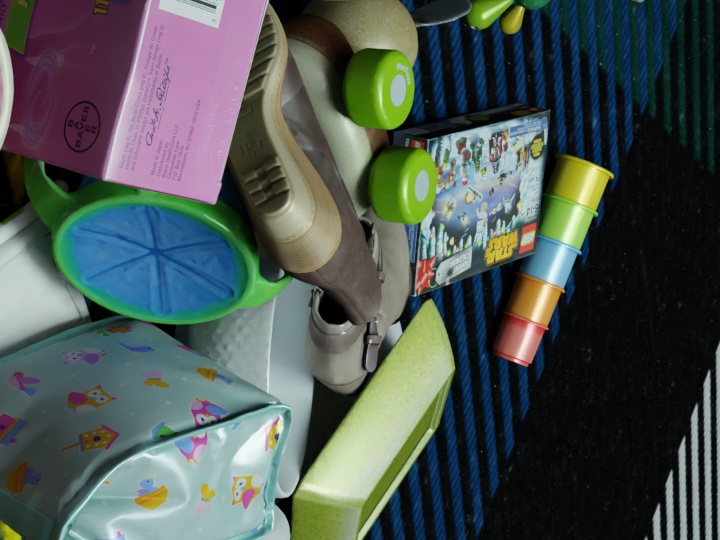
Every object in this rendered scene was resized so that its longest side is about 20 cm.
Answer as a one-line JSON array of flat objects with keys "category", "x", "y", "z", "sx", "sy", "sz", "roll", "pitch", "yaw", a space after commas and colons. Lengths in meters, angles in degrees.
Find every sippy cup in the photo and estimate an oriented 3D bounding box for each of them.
[{"category": "sippy cup", "x": -0.126, "y": -0.054, "z": 1.153, "sx": 0.178, "sy": 0.139, "sz": 0.130, "roll": 55, "pitch": 34, "yaw": -44}]

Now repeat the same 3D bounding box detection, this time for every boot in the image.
[{"category": "boot", "x": 0.000, "y": 0.000, "z": 1.328, "sx": 0.146, "sy": 0.070, "sz": 0.200, "roll": 84, "pitch": 12, "yaw": -61}, {"category": "boot", "x": -0.048, "y": -0.073, "z": 1.134, "sx": 0.166, "sy": 0.072, "sz": 0.200, "roll": 50, "pitch": 21, "yaw": -60}]

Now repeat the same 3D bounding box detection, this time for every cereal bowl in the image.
[{"category": "cereal bowl", "x": -0.087, "y": 0.067, "z": 1.269, "sx": 0.200, "sy": 0.083, "sz": 0.200, "roll": 1, "pitch": 90, "yaw": -82}]

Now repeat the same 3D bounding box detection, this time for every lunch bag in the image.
[{"category": "lunch bag", "x": -0.172, "y": 0.121, "z": 1.112, "sx": 0.200, "sy": 0.170, "sz": 0.122, "roll": -16, "pitch": 123, "yaw": -46}]

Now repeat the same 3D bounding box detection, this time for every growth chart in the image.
[{"category": "growth chart", "x": -0.231, "y": 0.056, "z": 1.165, "sx": 0.145, "sy": 0.018, "sz": 0.200, "roll": -36, "pitch": 130, "yaw": -38}]

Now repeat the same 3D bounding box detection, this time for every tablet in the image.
[{"category": "tablet", "x": -0.031, "y": 0.095, "z": 1.441, "sx": 0.200, "sy": 0.014, "sz": 0.130, "roll": -43, "pitch": 134, "yaw": -34}]

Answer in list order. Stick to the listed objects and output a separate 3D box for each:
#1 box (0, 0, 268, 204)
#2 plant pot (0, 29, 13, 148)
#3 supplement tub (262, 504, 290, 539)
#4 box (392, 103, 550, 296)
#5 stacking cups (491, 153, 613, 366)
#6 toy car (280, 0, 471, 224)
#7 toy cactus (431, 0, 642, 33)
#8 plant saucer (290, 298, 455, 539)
[{"category": "box", "x": -0.163, "y": -0.151, "z": 1.016, "sx": 0.097, "sy": 0.200, "sz": 0.176, "roll": 11, "pitch": 96, "yaw": -52}, {"category": "plant pot", "x": -0.286, "y": -0.104, "z": 0.897, "sx": 0.200, "sy": 0.179, "sz": 0.200, "roll": -23, "pitch": 121, "yaw": -46}, {"category": "supplement tub", "x": -0.132, "y": 0.265, "z": 1.275, "sx": 0.140, "sy": 0.140, "sz": 0.200, "roll": -6, "pitch": 109, "yaw": -51}, {"category": "box", "x": 0.094, "y": -0.065, "z": 1.506, "sx": 0.200, "sy": 0.040, "sz": 0.137, "roll": -19, "pitch": 119, "yaw": -51}, {"category": "stacking cups", "x": 0.173, "y": -0.010, "z": 1.630, "sx": 0.060, "sy": 0.060, "sz": 0.200, "roll": 26, "pitch": 86, "yaw": -53}, {"category": "toy car", "x": -0.004, "y": -0.145, "z": 1.271, "sx": 0.200, "sy": 0.164, "sz": 0.158, "roll": -55, "pitch": 141, "yaw": -40}, {"category": "toy cactus", "x": 0.167, "y": -0.265, "z": 1.436, "sx": 0.200, "sy": 0.165, "sz": 0.102, "roll": -52, "pitch": 159, "yaw": -18}, {"category": "plant saucer", "x": 0.016, "y": 0.146, "z": 1.418, "sx": 0.200, "sy": 0.048, "sz": 0.200, "roll": -55, "pitch": 169, "yaw": -23}]
